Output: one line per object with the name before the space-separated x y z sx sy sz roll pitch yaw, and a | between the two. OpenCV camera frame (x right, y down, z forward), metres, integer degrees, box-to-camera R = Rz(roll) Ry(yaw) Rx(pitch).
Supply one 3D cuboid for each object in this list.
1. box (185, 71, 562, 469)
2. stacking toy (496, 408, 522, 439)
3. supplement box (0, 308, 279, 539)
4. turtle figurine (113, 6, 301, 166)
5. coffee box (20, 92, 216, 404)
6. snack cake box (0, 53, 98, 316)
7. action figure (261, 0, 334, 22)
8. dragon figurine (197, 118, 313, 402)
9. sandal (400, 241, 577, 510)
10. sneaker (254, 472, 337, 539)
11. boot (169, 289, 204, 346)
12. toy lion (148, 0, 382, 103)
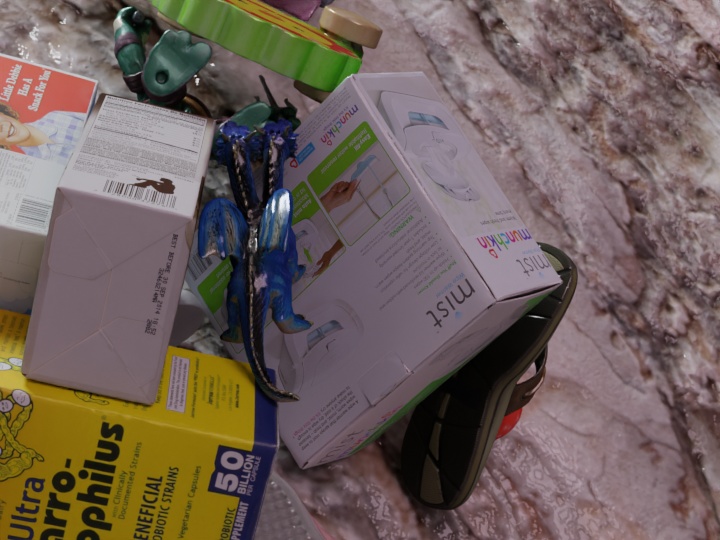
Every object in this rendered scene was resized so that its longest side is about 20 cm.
box | 0.000 0.000 1.147 0.096 0.200 0.177 -13 65 -55
stacking toy | 0.049 0.033 1.249 0.085 0.085 0.201 -33 84 -40
supplement box | -0.155 0.106 1.003 0.198 0.110 0.110 12 19 -8
turtle figurine | -0.115 -0.111 1.201 0.149 0.200 0.101 27 88 -12
coffee box | -0.139 -0.019 1.020 0.079 0.114 0.200 13 19 -6
snack cake box | -0.239 -0.062 1.101 0.114 0.068 0.201 14 33 -7
action figure | -0.107 -0.259 1.357 0.198 0.134 0.151 11 95 -10
dragon figurine | -0.064 -0.012 1.047 0.058 0.100 0.201 -6 38 7
sandal | 0.089 0.070 1.187 0.057 0.202 0.080 5 27 -47
sneaker | -0.033 0.203 1.100 0.199 0.105 0.075 33 70 32
boot | -0.201 0.015 1.121 0.199 0.074 0.096 -8 57 -39
toy lion | -0.082 -0.172 1.194 0.199 0.069 0.191 29 11 19
